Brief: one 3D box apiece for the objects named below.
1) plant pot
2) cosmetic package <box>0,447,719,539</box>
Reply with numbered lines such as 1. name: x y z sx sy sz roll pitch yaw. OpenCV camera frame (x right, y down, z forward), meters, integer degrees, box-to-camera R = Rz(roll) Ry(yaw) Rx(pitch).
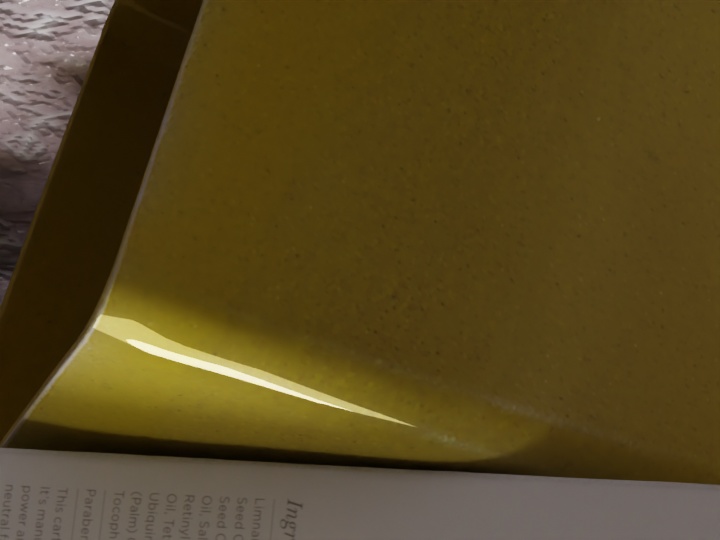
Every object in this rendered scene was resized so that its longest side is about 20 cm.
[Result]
1. plant pot: 0.015 -0.003 0.698 0.176 0.201 0.200 22 150 -11
2. cosmetic package: -0.003 0.095 0.621 0.199 0.071 0.102 2 153 5
